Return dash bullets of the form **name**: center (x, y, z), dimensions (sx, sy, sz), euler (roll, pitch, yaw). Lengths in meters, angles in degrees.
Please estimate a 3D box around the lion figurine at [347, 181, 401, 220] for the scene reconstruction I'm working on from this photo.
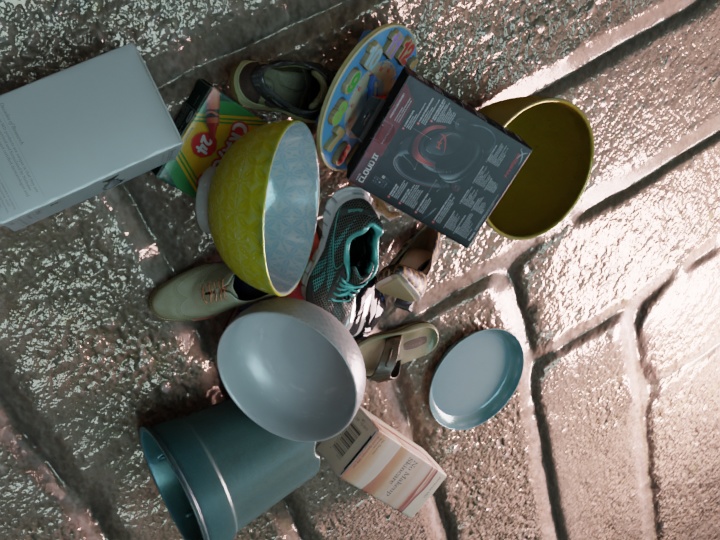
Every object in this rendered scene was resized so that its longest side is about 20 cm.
- **lion figurine**: center (0.051, -0.128, 1.083), dimensions (0.199, 0.072, 0.123), euler (-14, 81, -29)

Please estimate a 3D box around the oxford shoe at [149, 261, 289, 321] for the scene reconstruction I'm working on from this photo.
- **oxford shoe**: center (-0.178, 0.019, 1.013), dimensions (0.198, 0.074, 0.071), euler (-17, 90, 0)

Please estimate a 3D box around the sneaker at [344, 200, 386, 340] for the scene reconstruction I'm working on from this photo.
- **sneaker**: center (0.000, 0.000, 1.145), dimensions (0.112, 0.073, 0.202), euler (22, 81, -60)

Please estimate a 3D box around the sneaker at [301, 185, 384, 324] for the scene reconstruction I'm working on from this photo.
- **sneaker**: center (-0.020, 0.000, 0.997), dimensions (0.077, 0.091, 0.201), euler (-2, 120, -26)

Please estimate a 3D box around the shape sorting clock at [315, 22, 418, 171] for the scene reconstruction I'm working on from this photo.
- **shape sorting clock**: center (0.013, -0.216, 1.010), dimensions (0.200, 0.039, 0.201), euler (-48, 155, -31)

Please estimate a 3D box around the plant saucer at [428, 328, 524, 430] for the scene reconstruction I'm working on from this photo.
- **plant saucer**: center (0.197, 0.185, 1.380), dimensions (0.199, 0.027, 0.202), euler (-14, 121, -24)

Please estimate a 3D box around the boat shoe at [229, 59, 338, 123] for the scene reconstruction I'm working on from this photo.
- **boat shoe**: center (-0.064, -0.218, 0.974), dimensions (0.199, 0.065, 0.074), euler (-8, 106, -43)

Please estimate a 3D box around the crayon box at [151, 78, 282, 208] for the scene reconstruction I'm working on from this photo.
- **crayon box**: center (-0.147, -0.131, 0.999), dimensions (0.199, 0.051, 0.127), euler (29, 97, -38)

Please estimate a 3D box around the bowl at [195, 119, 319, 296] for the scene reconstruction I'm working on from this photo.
- **bowl**: center (-0.127, -0.076, 0.923), dimensions (0.107, 0.200, 0.202), euler (7, 118, 12)

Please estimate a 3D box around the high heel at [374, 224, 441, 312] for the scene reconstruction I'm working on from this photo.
- **high heel**: center (0.075, -0.027, 1.116), dimensions (0.200, 0.071, 0.144), euler (63, 47, -77)

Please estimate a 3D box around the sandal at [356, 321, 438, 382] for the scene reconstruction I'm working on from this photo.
- **sandal**: center (0.047, 0.136, 1.241), dimensions (0.200, 0.057, 0.080), euler (-22, 128, -24)

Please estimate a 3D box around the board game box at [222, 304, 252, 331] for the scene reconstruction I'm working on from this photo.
- **board game box**: center (-0.092, 0.074, 1.155), dimensions (0.199, 0.019, 0.104), euler (23, 98, -37)

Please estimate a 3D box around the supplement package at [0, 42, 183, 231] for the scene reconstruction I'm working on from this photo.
- **supplement package**: center (-0.305, -0.137, 0.837), dimensions (0.199, 0.117, 0.118), euler (-28, 97, -15)

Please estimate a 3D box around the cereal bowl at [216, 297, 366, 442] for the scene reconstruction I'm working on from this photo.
- **cereal bowl**: center (-0.080, 0.117, 1.020), dimensions (0.083, 0.198, 0.202), euler (-54, 145, -53)

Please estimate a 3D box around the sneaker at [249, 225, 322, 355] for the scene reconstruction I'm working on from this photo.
- **sneaker**: center (-0.100, 0.032, 1.072), dimensions (0.086, 0.074, 0.202), euler (9, 104, -31)

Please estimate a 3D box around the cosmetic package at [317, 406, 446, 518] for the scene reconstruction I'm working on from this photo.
- **cosmetic package**: center (0.038, 0.316, 1.313), dimensions (0.104, 0.087, 0.200), euler (-51, 128, 0)

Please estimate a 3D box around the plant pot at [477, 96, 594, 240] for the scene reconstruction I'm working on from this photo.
- **plant pot**: center (0.211, -0.163, 1.139), dimensions (0.199, 0.142, 0.202), euler (-13, 119, -24)

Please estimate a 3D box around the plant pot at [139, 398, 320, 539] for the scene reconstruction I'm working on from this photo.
- **plant pot**: center (-0.175, 0.264, 1.107), dimensions (0.195, 0.200, 0.202), euler (-25, 125, -28)

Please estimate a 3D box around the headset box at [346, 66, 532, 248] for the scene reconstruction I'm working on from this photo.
- **headset box**: center (0.085, -0.145, 0.985), dimensions (0.199, 0.075, 0.149), euler (27, 109, -12)
